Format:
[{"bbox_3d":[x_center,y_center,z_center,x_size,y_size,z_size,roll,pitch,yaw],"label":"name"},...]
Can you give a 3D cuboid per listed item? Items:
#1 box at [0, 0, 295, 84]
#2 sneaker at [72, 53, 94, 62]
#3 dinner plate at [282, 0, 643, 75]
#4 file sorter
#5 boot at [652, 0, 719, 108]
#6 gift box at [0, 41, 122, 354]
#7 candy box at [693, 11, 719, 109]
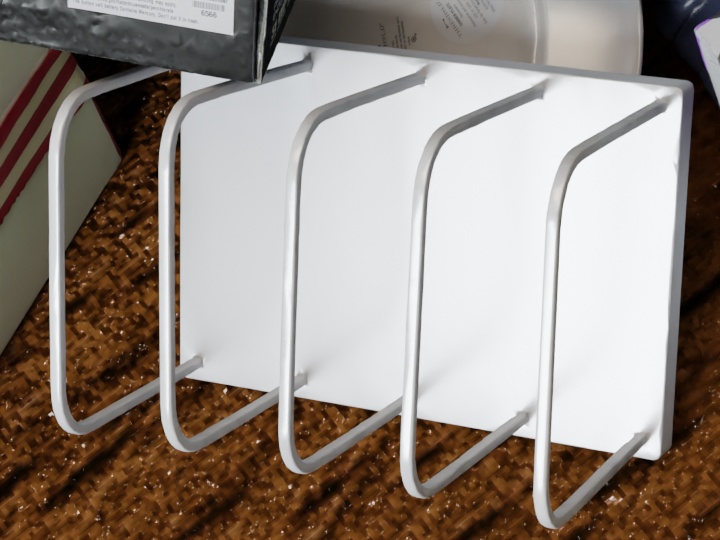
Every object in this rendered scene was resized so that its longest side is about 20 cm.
[{"bbox_3d":[-0.111,-0.160,0.863,0.200,0.086,0.164,10,39,7],"label":"box"},{"bbox_3d":[-0.104,-0.129,1.030,0.200,0.073,0.082,0,92,16],"label":"sneaker"},{"bbox_3d":[0.017,-0.083,0.923,0.200,0.024,0.200,-4,83,33],"label":"dinner plate"},{"bbox_3d":[0.000,0.000,0.845,0.200,0.125,0.139,9,107,24],"label":"file sorter"},{"bbox_3d":[0.207,-0.125,0.882,0.200,0.073,0.090,-39,76,5],"label":"boot"},{"bbox_3d":[-0.233,-0.037,0.954,0.200,0.185,0.187,18,66,25],"label":"gift box"},{"bbox_3d":[0.227,-0.070,0.808,0.200,0.168,0.072,-32,59,1],"label":"candy box"}]
